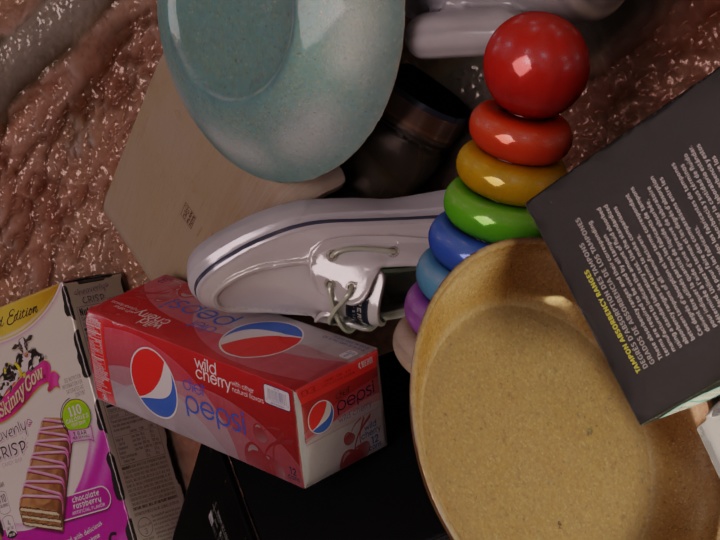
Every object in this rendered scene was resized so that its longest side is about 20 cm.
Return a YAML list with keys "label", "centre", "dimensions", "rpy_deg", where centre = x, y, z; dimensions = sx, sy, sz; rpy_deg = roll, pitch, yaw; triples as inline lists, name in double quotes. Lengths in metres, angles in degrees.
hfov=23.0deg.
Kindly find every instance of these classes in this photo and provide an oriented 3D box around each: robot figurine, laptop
- label: "robot figurine"
  centre: [0.076, -0.190, 0.954]
  dimensions: [0.199, 0.113, 0.170]
  rpy_deg: [7, 67, 36]
- label: "laptop"
  centre: [-0.026, 0.165, 1.027]
  dimensions: [0.187, 0.115, 0.201]
  rpy_deg: [-120, 45, -60]

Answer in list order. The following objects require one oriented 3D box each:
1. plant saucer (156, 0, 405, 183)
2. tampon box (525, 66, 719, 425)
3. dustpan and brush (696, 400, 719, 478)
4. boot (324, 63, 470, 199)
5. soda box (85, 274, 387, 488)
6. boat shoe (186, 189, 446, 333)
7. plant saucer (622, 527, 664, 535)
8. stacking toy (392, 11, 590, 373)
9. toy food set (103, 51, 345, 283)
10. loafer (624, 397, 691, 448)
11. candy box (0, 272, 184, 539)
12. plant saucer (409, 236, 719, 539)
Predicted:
- label: "plant saucer"
  centre: [-0.060, -0.147, 0.981]
  dimensions: [0.200, 0.039, 0.202]
  rpy_deg: [10, 104, 44]
- label: "tampon box"
  centre: [0.213, -0.032, 0.849]
  dimensions: [0.200, 0.150, 0.127]
  rpy_deg: [-35, 75, 35]
- label: "dustpan and brush"
  centre: [0.285, 0.093, 0.866]
  dimensions: [0.199, 0.057, 0.140]
  rpy_deg: [-13, 118, 33]
- label: "boot"
  centre: [-0.034, -0.106, 1.073]
  dimensions: [0.200, 0.075, 0.097]
  rpy_deg: [38, 114, 25]
- label: "soda box"
  centre: [-0.077, 0.061, 1.041]
  dimensions: [0.199, 0.070, 0.064]
  rpy_deg: [17, 122, 44]
- label: "boat shoe"
  centre: [0.000, 0.000, 1.003]
  dimensions: [0.199, 0.074, 0.067]
  rpy_deg: [-13, 55, 3]
- label: "plant saucer"
  centre: [0.117, 0.213, 0.960]
  dimensions: [0.031, 0.199, 0.201]
  rpy_deg: [-109, 38, -60]
- label: "stacking toy"
  centre: [0.073, -0.038, 0.918]
  dimensions: [0.085, 0.085, 0.201]
  rpy_deg: [25, 118, 32]
- label: "toy food set"
  centre: [-0.085, -0.043, 1.111]
  dimensions: [0.144, 0.060, 0.200]
  rpy_deg: [54, 140, 22]
- label: "loafer"
  centre: [0.159, 0.055, 0.960]
  dimensions: [0.071, 0.073, 0.201]
  rpy_deg: [-9, 97, 26]
- label: "candy box"
  centre: [-0.205, 0.116, 1.239]
  dimensions: [0.136, 0.061, 0.201]
  rpy_deg: [-21, 83, 37]
- label: "plant saucer"
  centre: [0.096, 0.083, 0.865]
  dimensions: [0.035, 0.199, 0.201]
  rpy_deg: [-31, 78, 50]
